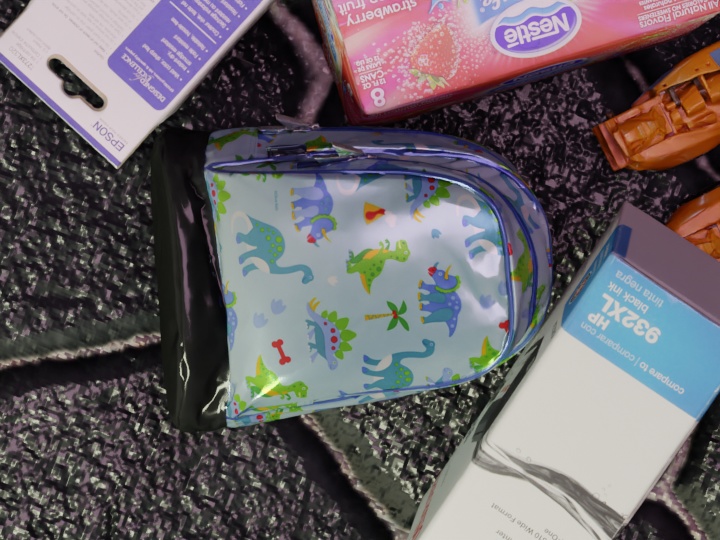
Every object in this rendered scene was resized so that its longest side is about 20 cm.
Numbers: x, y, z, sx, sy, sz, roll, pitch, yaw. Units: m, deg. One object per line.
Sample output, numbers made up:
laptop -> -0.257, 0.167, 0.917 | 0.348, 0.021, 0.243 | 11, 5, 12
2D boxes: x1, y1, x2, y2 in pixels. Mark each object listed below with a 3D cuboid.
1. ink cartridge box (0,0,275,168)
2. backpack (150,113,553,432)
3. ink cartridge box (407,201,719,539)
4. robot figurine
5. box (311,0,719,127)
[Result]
ink cartridge box -> -0.096, -0.158, 1.388 | 0.095, 0.037, 0.200 | 42, 83, -2
backpack -> 0.000, 0.000, 1.336 | 0.199, 0.154, 0.164 | -3, 93, -11
ink cartridge box -> 0.108, 0.079, 1.312 | 0.084, 0.145, 0.200 | 33, 104, 0
robot figurine -> 0.234, -0.075, 1.395 | 0.199, 0.058, 0.145 | -26, 92, -4
box -> 0.078, -0.146, 1.367 | 0.199, 0.100, 0.096 | -17, 89, -5
